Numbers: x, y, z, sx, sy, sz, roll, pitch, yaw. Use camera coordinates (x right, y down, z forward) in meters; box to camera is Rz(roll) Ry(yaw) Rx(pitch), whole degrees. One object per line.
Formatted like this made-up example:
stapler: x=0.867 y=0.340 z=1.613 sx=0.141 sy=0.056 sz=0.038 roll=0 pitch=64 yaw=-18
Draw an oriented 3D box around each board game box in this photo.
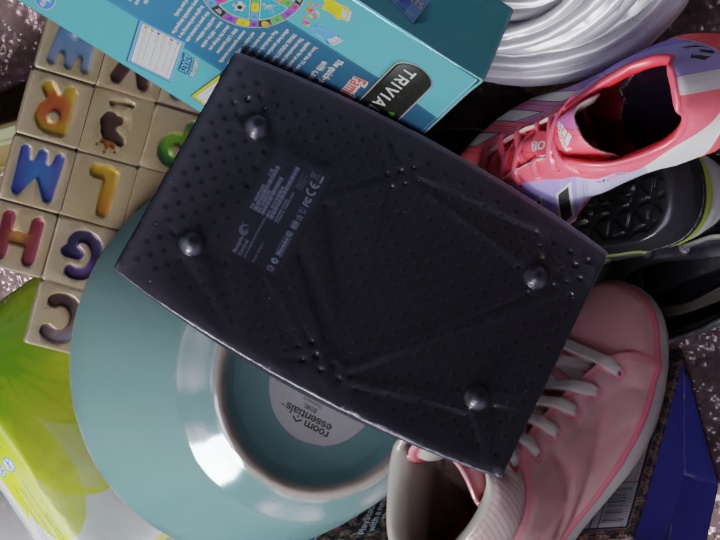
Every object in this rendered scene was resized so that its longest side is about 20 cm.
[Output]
board game box: x=-0.050 y=-0.127 z=1.025 sx=0.199 sy=0.047 sz=0.151 roll=31 pitch=149 yaw=-12
board game box: x=0.080 y=0.137 z=1.194 sx=0.198 sy=0.160 sz=0.098 roll=-6 pitch=122 yaw=24

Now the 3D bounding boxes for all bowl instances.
bowl: x=-0.036 y=0.048 z=1.086 sx=0.201 sy=0.201 sz=0.105 roll=49 pitch=165 yaw=-17

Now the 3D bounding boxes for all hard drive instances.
hard drive: x=0.000 y=0.000 z=1.011 sx=0.199 sy=0.136 sz=0.042 roll=28 pitch=162 yaw=0

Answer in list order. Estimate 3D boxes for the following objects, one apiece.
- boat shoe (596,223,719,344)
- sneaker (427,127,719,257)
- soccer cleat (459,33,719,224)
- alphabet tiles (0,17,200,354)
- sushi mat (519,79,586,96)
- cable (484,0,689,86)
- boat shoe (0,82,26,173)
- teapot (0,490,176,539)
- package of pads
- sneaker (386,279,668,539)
boat shoe: x=0.139 y=0.011 z=1.147 sx=0.199 sy=0.063 sz=0.073 roll=-22 pitch=114 yaw=30
sneaker: x=0.112 y=-0.036 z=1.120 sx=0.199 sy=0.082 sz=0.073 roll=6 pitch=98 yaw=43
soccer cleat: x=0.099 y=-0.059 z=1.019 sx=0.199 sy=0.076 sz=0.067 roll=-23 pitch=79 yaw=42
alphabet tiles: x=-0.099 y=-0.048 z=1.115 sx=0.165 sy=0.006 sz=0.202 roll=15 pitch=92 yaw=-23
sushi mat: x=0.121 y=-0.162 z=1.066 sx=0.095 sy=0.012 sz=0.201 roll=32 pitch=127 yaw=-2
cable: x=0.069 y=-0.182 z=1.022 sx=0.199 sy=0.069 sz=0.200 roll=35 pitch=127 yaw=-3
boat shoe: x=-0.137 y=-0.076 z=1.182 sx=0.199 sy=0.073 sz=0.064 roll=-14 pitch=114 yaw=19
teapot: x=-0.107 y=0.136 z=1.270 sx=0.197 sy=0.200 sz=0.147 roll=37 pitch=92 yaw=30
package of pads: x=-0.113 y=0.056 z=1.166 sx=0.155 sy=0.199 sz=0.068 roll=56 pitch=156 yaw=-3
sneaker: x=0.080 y=0.078 z=1.063 sx=0.075 sy=0.201 sz=0.105 roll=22 pitch=164 yaw=36
